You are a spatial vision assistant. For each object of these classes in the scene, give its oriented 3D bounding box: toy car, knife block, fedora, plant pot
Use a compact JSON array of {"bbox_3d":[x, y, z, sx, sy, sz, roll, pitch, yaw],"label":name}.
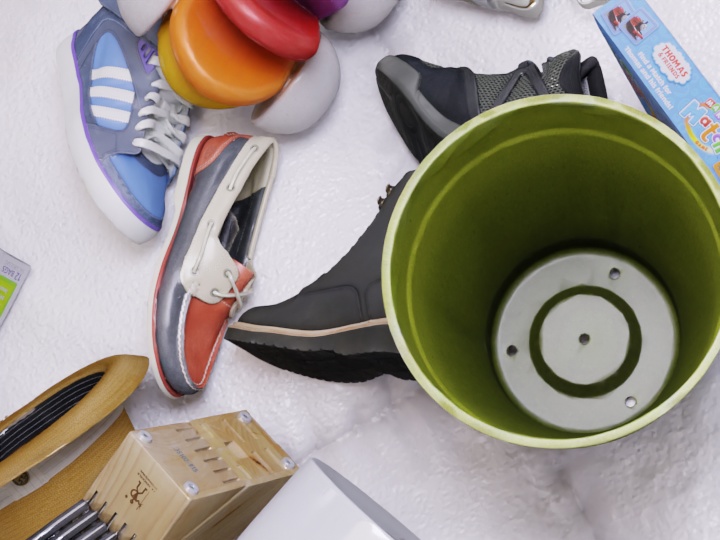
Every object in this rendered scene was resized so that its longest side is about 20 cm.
[{"bbox_3d":[-0.062,-0.203,1.234,0.174,0.150,0.201,35,86,-15],"label":"toy car"},{"bbox_3d":[-0.149,0.184,1.165,0.064,0.199,0.176,45,112,20],"label":"knife block"},{"bbox_3d":[-0.215,0.141,1.230,0.200,0.201,0.082,-33,103,10],"label":"fedora"},{"bbox_3d":[0.127,0.023,1.063,0.198,0.193,0.203,-3,74,11],"label":"plant pot"}]

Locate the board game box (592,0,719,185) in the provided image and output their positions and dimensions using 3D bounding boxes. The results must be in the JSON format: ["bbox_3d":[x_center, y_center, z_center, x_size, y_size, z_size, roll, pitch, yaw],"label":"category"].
[{"bbox_3d":[0.224,-0.065,1.085,0.036,0.151,0.201,-36,62,7],"label":"board game box"}]

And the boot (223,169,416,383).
[{"bbox_3d":[0.000,0.000,1.194,0.199,0.077,0.140,0,70,42],"label":"boot"}]

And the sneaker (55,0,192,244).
[{"bbox_3d":[-0.144,-0.135,1.315,0.146,0.080,0.201,-30,57,16],"label":"sneaker"}]

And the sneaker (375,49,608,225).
[{"bbox_3d":[0.096,-0.110,1.209,0.114,0.077,0.199,-34,39,-18],"label":"sneaker"}]

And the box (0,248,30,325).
[{"bbox_3d":[-0.356,0.052,1.326,0.101,0.112,0.201,23,83,27],"label":"box"}]

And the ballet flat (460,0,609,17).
[{"bbox_3d":[0.134,-0.210,1.229,0.198,0.067,0.063,-12,77,20],"label":"ballet flat"}]

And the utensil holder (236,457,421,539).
[{"bbox_3d":[-0.035,0.241,1.085,0.170,0.170,0.200,39,89,30],"label":"utensil holder"}]

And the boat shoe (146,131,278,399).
[{"bbox_3d":[-0.104,-0.006,1.262,0.062,0.071,0.202,2,68,21],"label":"boat shoe"}]
